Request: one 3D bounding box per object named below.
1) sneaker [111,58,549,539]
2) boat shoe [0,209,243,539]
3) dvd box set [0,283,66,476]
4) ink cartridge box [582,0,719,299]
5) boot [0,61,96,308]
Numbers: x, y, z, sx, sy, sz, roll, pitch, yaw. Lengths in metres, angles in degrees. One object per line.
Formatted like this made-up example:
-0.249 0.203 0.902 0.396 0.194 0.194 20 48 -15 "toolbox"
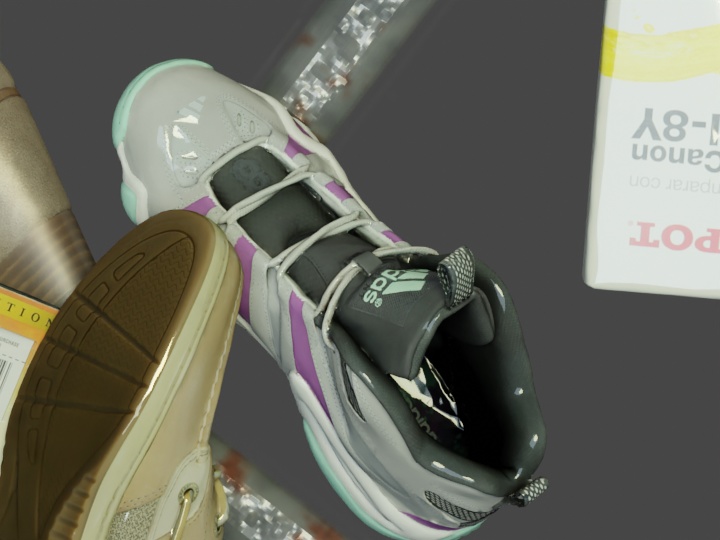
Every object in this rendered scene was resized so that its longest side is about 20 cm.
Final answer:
0.000 0.000 0.967 0.078 0.140 0.200 -41 94 -20 "sneaker"
-0.081 0.077 0.963 0.065 0.072 0.200 21 90 -38 "boat shoe"
-0.199 0.079 0.949 0.146 0.029 0.200 23 88 -32 "dvd box set"
0.156 -0.086 0.975 0.145 0.083 0.200 5 95 6 "ink cartridge box"
-0.193 0.001 1.038 0.200 0.070 0.146 -43 82 7 "boot"
